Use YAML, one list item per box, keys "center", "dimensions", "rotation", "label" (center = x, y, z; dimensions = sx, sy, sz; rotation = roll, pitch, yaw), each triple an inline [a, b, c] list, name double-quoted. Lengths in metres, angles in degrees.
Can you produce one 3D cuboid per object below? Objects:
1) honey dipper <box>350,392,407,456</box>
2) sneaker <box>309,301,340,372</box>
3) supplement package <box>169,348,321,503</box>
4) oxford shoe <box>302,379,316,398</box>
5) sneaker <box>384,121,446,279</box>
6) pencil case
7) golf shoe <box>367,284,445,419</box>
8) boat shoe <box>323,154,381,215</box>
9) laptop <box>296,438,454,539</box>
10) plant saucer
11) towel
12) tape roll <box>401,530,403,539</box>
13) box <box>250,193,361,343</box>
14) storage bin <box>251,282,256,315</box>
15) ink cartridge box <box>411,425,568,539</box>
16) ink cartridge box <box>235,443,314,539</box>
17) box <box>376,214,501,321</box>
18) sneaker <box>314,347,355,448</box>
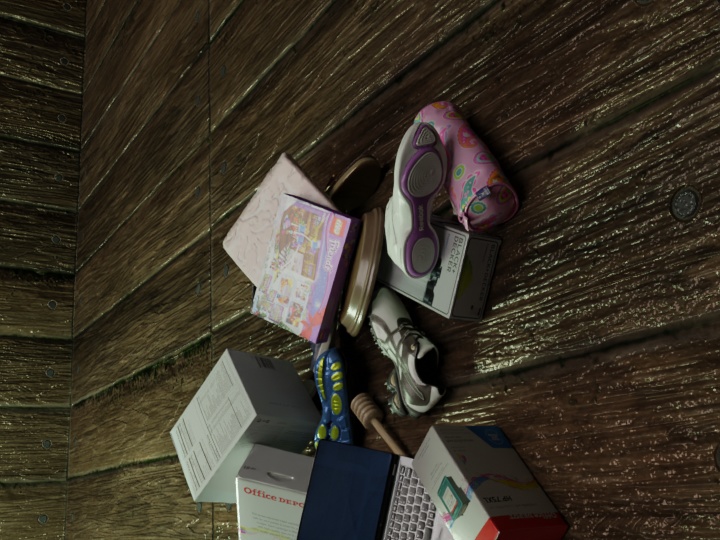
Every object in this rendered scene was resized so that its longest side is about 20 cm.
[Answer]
- center: [0.045, 0.256, 1.172]
  dimensions: [0.200, 0.037, 0.039]
  rotation: [47, 122, 49]
  label: "honey dipper"
- center: [-0.079, 0.071, 1.327]
  dimensions: [0.075, 0.082, 0.205]
  rotation: [88, -170, -71]
  label: "sneaker"
- center: [-0.195, 0.267, 1.335]
  dimensions: [0.201, 0.150, 0.151]
  rotation: [-53, 47, 19]
  label: "supplement package"
- center: [-0.132, 0.277, 1.432]
  dimensions: [0.201, 0.057, 0.076]
  rotation: [-52, 13, 20]
  label: "oxford shoe"
- center: [0.061, -0.096, 1.049]
  dimensions: [0.099, 0.073, 0.205]
  rotation: [-145, 55, -59]
  label: "sneaker"
- center: [0.136, -0.141, 1.059]
  dimensions: [0.088, 0.086, 0.202]
  rotation: [-57, 40, 34]
  label: "pencil case"
- center: [0.073, 0.105, 1.132]
  dimensions: [0.094, 0.077, 0.204]
  rotation: [-33, 65, 40]
  label: "golf shoe"
- center: [-0.032, -0.138, 1.337]
  dimensions: [0.201, 0.071, 0.073]
  rotation: [-53, 43, 48]
  label: "boat shoe"
- center: [0.035, 0.334, 1.001]
  dimensions: [0.196, 0.116, 0.192]
  rotation: [9, 81, 26]
  label: "laptop"
- center: [0.000, 0.000, 1.220]
  dimensions: [0.200, 0.029, 0.205]
  rotation: [-168, 89, -84]
  label: "plant saucer"
- center: [-0.121, -0.058, 1.304]
  dimensions: [0.191, 0.032, 0.201]
  rotation: [45, 109, 21]
  label: "towel"
- center: [0.030, 0.394, 1.143]
  dimensions: [0.199, 0.065, 0.205]
  rotation: [-18, 69, 55]
  label: "tape roll"
- center: [-0.088, -0.004, 1.246]
  dimensions: [0.135, 0.039, 0.204]
  rotation: [22, 100, 27]
  label: "box"
- center: [-0.143, -0.019, 1.424]
  dimensions: [0.135, 0.091, 0.205]
  rotation: [171, 102, -78]
  label: "storage bin"
- center: [0.157, 0.276, 0.919]
  dimensions: [0.201, 0.114, 0.068]
  rotation: [55, 128, 45]
  label: "ink cartridge box"
- center: [-0.115, 0.388, 1.240]
  dimensions: [0.085, 0.141, 0.204]
  rotation: [-58, -26, -58]
  label: "ink cartridge box"
- center: [0.102, -0.015, 1.110]
  dimensions: [0.199, 0.059, 0.119]
  rotation: [29, 108, 55]
  label: "box"
- center: [-0.033, 0.222, 1.278]
  dimensions: [0.069, 0.082, 0.205]
  rotation: [3, 103, 23]
  label: "sneaker"
